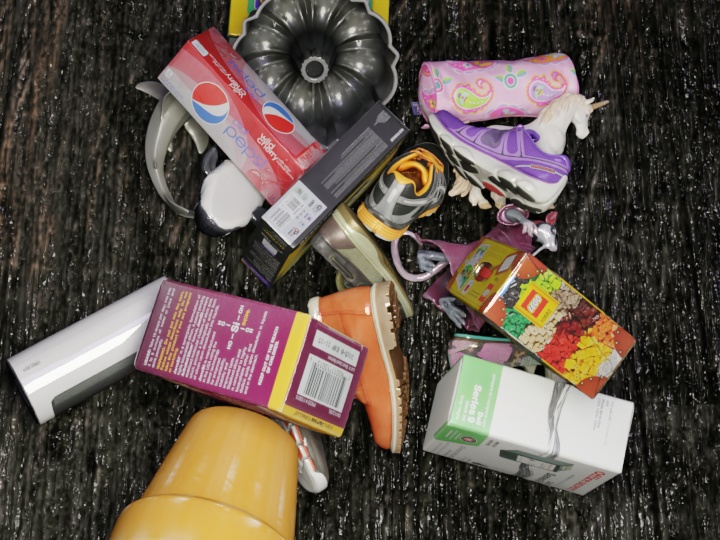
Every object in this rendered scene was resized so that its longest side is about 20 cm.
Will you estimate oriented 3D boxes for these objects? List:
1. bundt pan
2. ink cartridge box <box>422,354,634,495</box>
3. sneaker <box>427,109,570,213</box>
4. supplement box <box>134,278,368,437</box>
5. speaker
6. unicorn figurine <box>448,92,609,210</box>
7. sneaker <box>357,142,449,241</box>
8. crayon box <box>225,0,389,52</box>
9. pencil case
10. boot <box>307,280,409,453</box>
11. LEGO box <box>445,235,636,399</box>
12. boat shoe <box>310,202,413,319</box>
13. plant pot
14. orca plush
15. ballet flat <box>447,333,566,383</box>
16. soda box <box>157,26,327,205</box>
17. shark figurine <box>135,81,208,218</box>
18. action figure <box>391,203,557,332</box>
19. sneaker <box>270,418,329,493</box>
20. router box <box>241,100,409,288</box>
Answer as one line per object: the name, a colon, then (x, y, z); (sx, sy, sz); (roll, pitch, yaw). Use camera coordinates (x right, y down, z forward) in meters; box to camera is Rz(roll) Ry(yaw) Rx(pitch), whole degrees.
bundt pan: (-0.055, -0.249, 1.636); (0.199, 0.205, 0.076); (6, 27, -7)
ink cartridge box: (0.183, 0.172, 1.530); (0.197, 0.146, 0.085); (16, 70, -3)
sneaker: (0.162, -0.137, 1.610); (0.199, 0.081, 0.084); (33, 76, 33)
supplement box: (-0.113, 0.091, 1.449); (0.198, 0.131, 0.105); (12, 80, 31)
speaker: (-0.281, 0.085, 1.517); (0.198, 0.081, 0.082); (-29, 77, -19)
unicorn figurine: (0.205, -0.143, 1.661); (0.197, 0.074, 0.140); (0, 85, 2)
sneaker: (0.065, -0.106, 1.617); (0.078, 0.078, 0.200); (32, 34, 2)
crayon box: (-0.064, -0.343, 1.724); (0.197, 0.058, 0.175); (6, 68, -8)
pencil case: (0.166, -0.220, 1.705); (0.197, 0.088, 0.089); (-7, 71, -12)
boot: (-0.001, 0.112, 1.537); (0.105, 0.075, 0.203); (-7, 109, 9)
LEGO box: (0.185, 0.045, 1.467); (0.148, 0.200, 0.078); (37, 90, -9)
boat shoe: (0.000, 0.000, 1.553); (0.066, 0.201, 0.072); (-32, 52, 2)
plant pot: (-0.144, 0.251, 1.432); (0.197, 0.201, 0.185); (19, 52, -3)
orca plush: (-0.156, -0.099, 1.612); (0.105, 0.071, 0.202); (35, 41, -27)
ballet flat: (0.198, 0.105, 1.608); (0.197, 0.069, 0.072); (-2, 88, -6)
soda box: (-0.133, -0.175, 1.578); (0.200, 0.070, 0.063); (48, 34, -1)
shark figurine: (-0.218, -0.167, 1.618); (0.126, 0.090, 0.217); (16, 66, -2)
action figure: (0.157, -0.013, 1.639); (0.199, 0.136, 0.148); (-32, 35, -31)
sneaker: (-0.060, 0.143, 1.539); (0.081, 0.077, 0.203); (-14, 73, -21)
router box: (-0.042, -0.084, 1.577); (0.052, 0.157, 0.200); (43, 69, 2)
